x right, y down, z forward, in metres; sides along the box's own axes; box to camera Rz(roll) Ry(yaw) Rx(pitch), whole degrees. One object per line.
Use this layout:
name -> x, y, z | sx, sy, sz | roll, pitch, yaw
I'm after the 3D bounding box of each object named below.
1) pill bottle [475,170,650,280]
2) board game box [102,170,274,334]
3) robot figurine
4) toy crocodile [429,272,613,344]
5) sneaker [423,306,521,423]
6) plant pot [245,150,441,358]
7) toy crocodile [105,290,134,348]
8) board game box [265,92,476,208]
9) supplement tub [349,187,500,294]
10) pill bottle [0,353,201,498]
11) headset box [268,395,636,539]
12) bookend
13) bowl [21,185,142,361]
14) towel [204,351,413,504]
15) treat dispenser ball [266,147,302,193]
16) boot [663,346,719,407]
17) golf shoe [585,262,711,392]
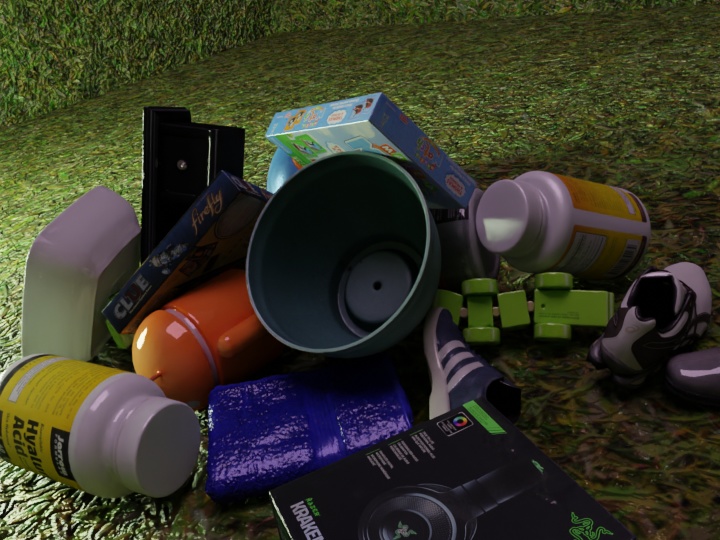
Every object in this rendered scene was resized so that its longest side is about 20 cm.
pill bottle -> 0.226, -0.049, 0.830 | 0.197, 0.112, 0.109 | 5, 14, -35
board game box -> -0.176, -0.012, 0.820 | 0.035, 0.200, 0.135 | 45, 9, 16
robot figurine -> -0.162, 0.075, 0.801 | 0.142, 0.119, 0.199 | 29, 43, 30
toy crocodile -> 0.168, 0.043, 0.788 | 0.195, 0.069, 0.062 | -4, -11, 11
sneaker -> 0.105, 0.105, 0.689 | 0.083, 0.076, 0.202 | -9, 36, 7
plant pot -> 0.000, 0.000, 0.758 | 0.196, 0.134, 0.205 | -9, 67, 23
toy crocodile -> -0.256, 0.041, 0.926 | 0.061, 0.069, 0.200 | -20, 11, 14
board game box -> 0.006, -0.120, 0.789 | 0.198, 0.150, 0.037 | 6, 65, 54
supplement tub -> 0.059, -0.024, 0.886 | 0.196, 0.125, 0.123 | -10, 23, 27
pill bottle -> -0.248, 0.146, 0.691 | 0.196, 0.113, 0.111 | 5, 29, 31
headset box -> 0.062, 0.194, 0.497 | 0.196, 0.095, 0.174 | -19, 27, -18
bookend -> -0.167, -0.093, 0.929 | 0.196, 0.203, 0.092 | 10, 14, 16
bowl -> -0.335, 0.018, 0.917 | 0.073, 0.203, 0.201 | 18, 29, 0
towel -> -0.051, 0.140, 0.701 | 0.196, 0.051, 0.148 | -14, 25, -6
treat dispenser ball -> -0.032, -0.114, 1.033 | 0.196, 0.205, 0.202 | -8, 25, 4
boot -> 0.364, 0.042, 0.642 | 0.195, 0.134, 0.070 | -8, 26, 5
golf shoe -> 0.300, 0.033, 0.713 | 0.077, 0.096, 0.199 | 34, 48, 24
